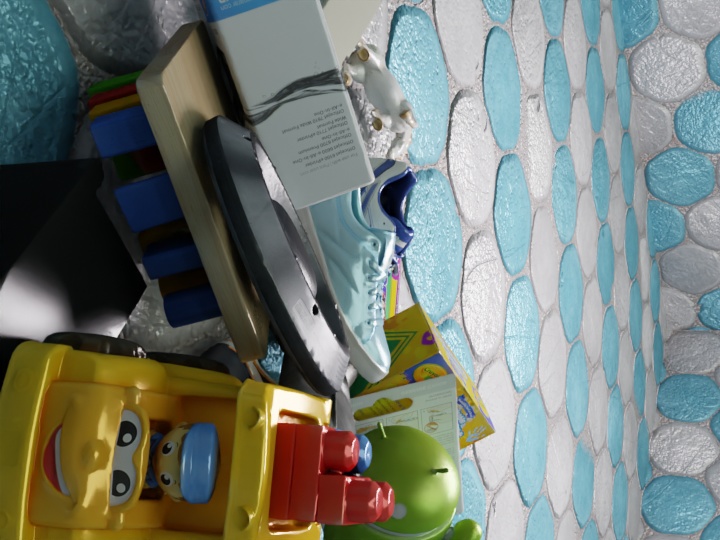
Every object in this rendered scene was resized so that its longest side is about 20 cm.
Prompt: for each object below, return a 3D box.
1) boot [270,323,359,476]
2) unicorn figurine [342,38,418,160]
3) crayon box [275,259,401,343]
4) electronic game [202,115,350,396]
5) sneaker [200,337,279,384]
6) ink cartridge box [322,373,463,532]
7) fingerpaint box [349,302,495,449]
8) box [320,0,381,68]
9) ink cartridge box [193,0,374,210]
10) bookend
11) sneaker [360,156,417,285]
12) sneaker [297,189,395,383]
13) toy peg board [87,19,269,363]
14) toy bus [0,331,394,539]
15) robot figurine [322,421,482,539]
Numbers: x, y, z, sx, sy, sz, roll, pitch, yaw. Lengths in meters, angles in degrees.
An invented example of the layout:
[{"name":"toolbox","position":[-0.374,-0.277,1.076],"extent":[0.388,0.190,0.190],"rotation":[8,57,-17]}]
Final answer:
[{"name":"boot","position":[-0.058,0.084,0.750],"extent":[0.182,0.072,0.200],"rotation":[47,24,-14]},{"name":"unicorn figurine","position":[0.027,-0.200,1.029],"extent":[0.137,0.073,0.201],"rotation":[-59,134,-75]},{"name":"crayon box","position":[-0.018,-0.011,0.966],"extent":[0.172,0.058,0.202],"rotation":[17,75,-58]},{"name":"electronic game","position":[-0.057,-0.010,0.584],"extent":[0.200,0.041,0.201],"rotation":[-24,90,-89]},{"name":"sneaker","position":[-0.092,0.152,0.799],"extent":[0.079,0.078,0.201],"rotation":[-48,129,-45]},{"name":"ink cartridge box","position":[0.026,0.195,0.918],"extent":[0.057,0.161,0.201],"rotation":[-120,-160,-61]},{"name":"fingerpaint box","position":[0.036,0.145,0.944],"extent":[0.200,0.166,0.074],"rotation":[52,12,-48]},{"name":"box","position":[-0.051,-0.248,0.889],"extent":[0.201,0.082,0.069],"rotation":[-63,141,-39]},{"name":"ink cartridge box","position":[-0.070,-0.163,0.712],"extent":[0.145,0.083,0.201],"rotation":[-135,-154,-68]},{"name":"bookend","position":[-0.210,0.066,0.563],"extent":[0.201,0.092,0.199],"rotation":[-69,150,-43]},{"name":"sneaker","position":[0.007,-0.021,0.868],"extent":[0.075,0.088,0.201],"rotation":[20,73,-55]},{"name":"sneaker","position":[0.000,0.000,0.789],"extent":[0.074,0.082,0.201],"rotation":[-16,85,-76]},{"name":"toy peg board","position":[-0.139,-0.056,0.633],"extent":[0.199,0.097,0.201],"rotation":[-95,169,-64]},{"name":"toy bus","position":[-0.084,0.115,0.500],"extent":[0.200,0.191,0.137],"rotation":[36,58,-65]},{"name":"robot figurine","position":[0.028,0.233,0.834],"extent":[0.116,0.175,0.201],"rotation":[-41,153,-47]}]
